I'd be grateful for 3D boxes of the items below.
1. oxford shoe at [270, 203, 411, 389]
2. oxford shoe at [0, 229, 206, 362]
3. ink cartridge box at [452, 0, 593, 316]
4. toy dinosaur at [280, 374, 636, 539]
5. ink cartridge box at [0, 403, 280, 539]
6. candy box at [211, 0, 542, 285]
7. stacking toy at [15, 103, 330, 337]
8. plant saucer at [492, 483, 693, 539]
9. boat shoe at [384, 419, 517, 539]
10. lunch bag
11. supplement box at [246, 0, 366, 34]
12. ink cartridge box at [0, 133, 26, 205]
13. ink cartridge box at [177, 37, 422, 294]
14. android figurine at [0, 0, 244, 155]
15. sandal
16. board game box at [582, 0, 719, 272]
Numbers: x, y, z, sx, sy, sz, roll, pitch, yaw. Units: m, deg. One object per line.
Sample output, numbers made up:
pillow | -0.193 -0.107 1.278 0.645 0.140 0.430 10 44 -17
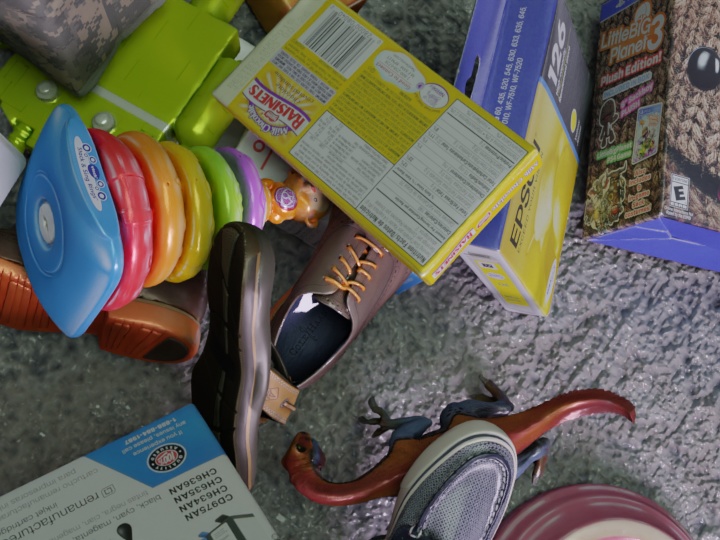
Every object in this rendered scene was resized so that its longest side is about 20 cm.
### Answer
oxford shoe | 0.000 0.000 0.766 0.071 0.073 0.200 30 101 -8
oxford shoe | -0.198 -0.001 0.772 0.200 0.071 0.073 21 58 -18
ink cartridge box | 0.113 -0.091 0.820 0.047 0.200 0.198 9 75 22
toy dinosaur | 0.045 0.112 0.784 0.181 0.200 0.105 -5 62 -48
ink cartridge box | -0.107 0.215 0.671 0.147 0.145 0.200 -25 52 -20
candy box | 0.006 -0.089 0.730 0.102 0.026 0.200 -48 64 0
stacking toy | -0.100 -0.038 0.728 0.200 0.110 0.116 -7 67 -35
plant saucer | 0.175 0.254 0.840 0.200 0.051 0.201 3 79 -15
boat shoe | 0.047 0.195 0.718 0.075 0.093 0.200 23 101 -22
lunch bag | -0.236 -0.226 0.727 0.200 0.164 0.118 32 75 12
supplement box | -0.077 -0.260 0.857 0.069 0.067 0.200 -34 91 -19
ink cartridge box | -0.324 -0.052 0.687 0.200 0.084 0.144 19 72 24
ink cartridge box | -0.024 -0.083 0.837 0.200 0.067 0.116 29 74 -9
android figurine | -0.167 -0.141 0.806 0.182 0.041 0.200 31 71 8
sandal | -0.065 0.057 0.716 0.055 0.082 0.200 -8 124 -26
board game box | 0.270 -0.111 0.902 0.159 0.097 0.200 12 77 -22
